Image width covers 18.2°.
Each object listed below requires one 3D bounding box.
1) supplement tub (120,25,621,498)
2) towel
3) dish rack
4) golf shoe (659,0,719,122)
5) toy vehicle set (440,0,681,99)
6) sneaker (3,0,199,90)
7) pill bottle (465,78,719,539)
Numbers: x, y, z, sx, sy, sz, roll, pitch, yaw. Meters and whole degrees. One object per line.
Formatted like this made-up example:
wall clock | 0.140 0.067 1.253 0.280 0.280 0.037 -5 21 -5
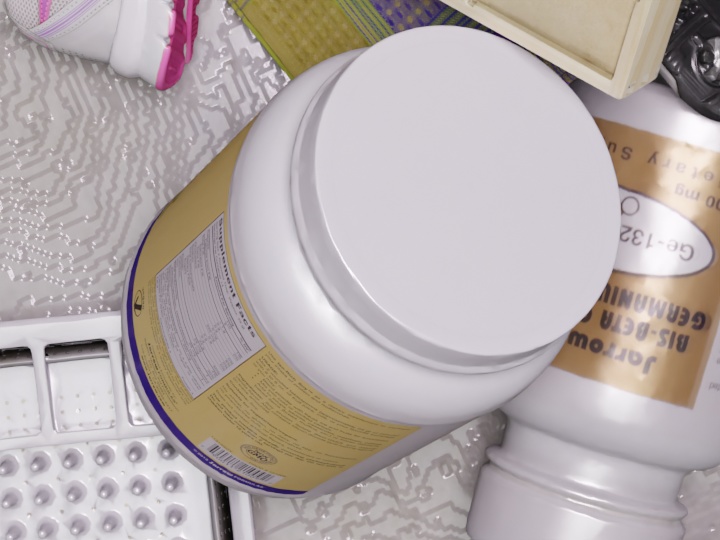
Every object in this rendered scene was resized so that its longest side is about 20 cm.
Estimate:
supplement tub | 0.000 0.000 0.876 0.144 0.200 0.147 8 69 -22
towel | 0.018 -0.109 0.904 0.023 0.200 0.144 -38 89 -31
dish rack | -0.129 0.120 0.983 0.170 0.044 0.202 -6 93 1
golf shoe | 0.097 -0.139 0.891 0.077 0.094 0.201 -29 83 -25
toy vehicle set | 0.033 -0.161 0.795 0.199 0.026 0.125 33 130 22
sneaker | -0.110 -0.180 0.945 0.087 0.081 0.202 5 89 4
pill bottle | 0.112 0.026 0.936 0.113 0.114 0.202 16 94 0
